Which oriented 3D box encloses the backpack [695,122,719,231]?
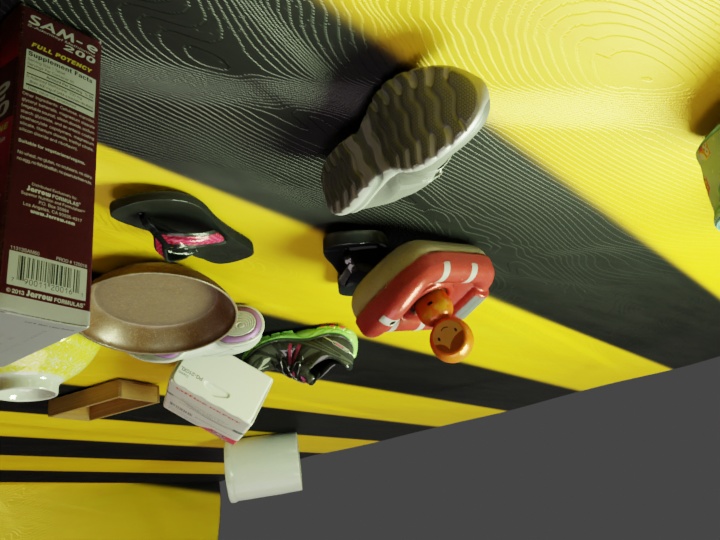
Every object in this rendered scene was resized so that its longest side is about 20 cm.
[{"bbox_3d":[0.409,-0.084,0.670,0.197,0.155,0.176,5,163,-10],"label":"backpack"}]

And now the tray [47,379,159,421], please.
[{"bbox_3d":[-0.486,0.246,1.445,0.198,0.038,0.098,-17,157,29],"label":"tray"}]

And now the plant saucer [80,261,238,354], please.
[{"bbox_3d":[-0.250,0.043,0.932,0.197,0.037,0.201,-6,149,-4],"label":"plant saucer"}]

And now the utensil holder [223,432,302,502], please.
[{"bbox_3d":[-0.265,0.537,2.098,0.197,0.172,0.170,-6,160,-4],"label":"utensil holder"}]

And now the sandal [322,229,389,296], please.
[{"bbox_3d":[0.001,0.000,0.919,0.075,0.043,0.200,-8,160,3],"label":"sandal"}]

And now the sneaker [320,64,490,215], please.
[{"bbox_3d":[0.043,-0.108,0.631,0.081,0.076,0.199,-11,171,-34],"label":"sneaker"}]

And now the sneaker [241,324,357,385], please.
[{"bbox_3d":[-0.100,0.141,1.206,0.197,0.085,0.077,-13,158,17],"label":"sneaker"}]

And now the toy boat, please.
[{"bbox_3d":[0.086,0.048,0.891,0.199,0.132,0.131,1,140,-46],"label":"toy boat"}]

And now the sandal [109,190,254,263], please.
[{"bbox_3d":[-0.172,-0.031,0.781,0.074,0.046,0.200,-14,158,22],"label":"sandal"}]

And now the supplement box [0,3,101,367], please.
[{"bbox_3d":[-0.222,-0.051,0.488,0.108,0.203,0.061,-21,154,35],"label":"supplement box"}]

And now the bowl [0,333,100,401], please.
[{"bbox_3d":[-0.431,0.108,0.987,0.197,0.109,0.200,-5,160,-2],"label":"bowl"}]

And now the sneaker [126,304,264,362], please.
[{"bbox_3d":[-0.233,0.099,1.067,0.197,0.076,0.100,-3,159,-8],"label":"sneaker"}]

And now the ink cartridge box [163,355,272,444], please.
[{"bbox_3d":[-0.235,0.199,1.240,0.144,0.085,0.200,29,153,-4],"label":"ink cartridge box"}]
